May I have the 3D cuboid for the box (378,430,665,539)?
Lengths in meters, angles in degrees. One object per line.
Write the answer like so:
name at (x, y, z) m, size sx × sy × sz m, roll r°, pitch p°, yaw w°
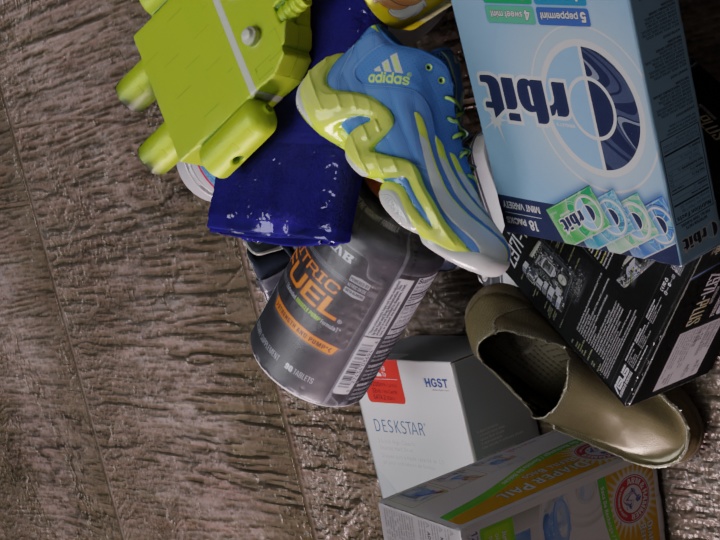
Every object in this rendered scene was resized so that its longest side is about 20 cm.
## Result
box at (0.127, 0.203, 1.321) m, size 0.101 × 0.199 × 0.113 m, roll 10°, pitch 112°, yaw 54°

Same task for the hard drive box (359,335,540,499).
hard drive box at (0.082, 0.161, 1.485) m, size 0.156 × 0.076 × 0.201 m, roll -4°, pitch 101°, yaw 57°

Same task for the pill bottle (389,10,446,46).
pill bottle at (-0.017, -0.275, 1.394) m, size 0.201 × 0.106 × 0.106 m, roll 60°, pitch 146°, yaw 19°

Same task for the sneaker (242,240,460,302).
sneaker at (-0.010, -0.014, 1.467) m, size 0.202 × 0.146 × 0.077 m, roll 20°, pitch 136°, yaw 53°

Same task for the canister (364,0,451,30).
canister at (0.076, -0.273, 1.192) m, size 0.199 × 0.086 × 0.149 m, roll -29°, pitch 80°, yaw 30°

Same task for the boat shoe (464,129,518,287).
boat shoe at (0.118, -0.011, 1.350) m, size 0.068 × 0.071 × 0.201 m, roll -25°, pitch 82°, yaw 56°

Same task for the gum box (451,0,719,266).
gum box at (0.139, -0.112, 1.106) m, size 0.170 × 0.044 × 0.201 m, roll 13°, pitch 124°, yaw 53°

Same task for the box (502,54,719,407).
box at (0.195, -0.037, 1.204) m, size 0.164 × 0.086 × 0.201 m, roll 49°, pitch 141°, yaw 31°

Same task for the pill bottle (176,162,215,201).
pill bottle at (-0.091, -0.122, 1.581) m, size 0.200 × 0.108 × 0.109 m, roll -19°, pitch 89°, yaw 58°

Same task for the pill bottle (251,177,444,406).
pill bottle at (0.000, 0.000, 1.363) m, size 0.106 × 0.106 × 0.201 m, roll 48°, pitch 122°, yaw 33°

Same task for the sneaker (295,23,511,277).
sneaker at (0.047, -0.091, 1.189) m, size 0.200 × 0.076 × 0.105 m, roll 44°, pitch 104°, yaw 14°

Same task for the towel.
towel at (-0.041, -0.118, 1.311) m, size 0.147 × 0.049 × 0.201 m, roll 7°, pitch 86°, yaw 43°

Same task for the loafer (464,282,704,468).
loafer at (0.157, 0.088, 1.268) m, size 0.199 × 0.067 × 0.076 m, roll 30°, pitch 121°, yaw 3°

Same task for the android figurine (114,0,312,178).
android figurine at (-0.109, -0.165, 1.319) m, size 0.200 × 0.041 × 0.183 m, roll -37°, pitch 62°, yaw 33°
